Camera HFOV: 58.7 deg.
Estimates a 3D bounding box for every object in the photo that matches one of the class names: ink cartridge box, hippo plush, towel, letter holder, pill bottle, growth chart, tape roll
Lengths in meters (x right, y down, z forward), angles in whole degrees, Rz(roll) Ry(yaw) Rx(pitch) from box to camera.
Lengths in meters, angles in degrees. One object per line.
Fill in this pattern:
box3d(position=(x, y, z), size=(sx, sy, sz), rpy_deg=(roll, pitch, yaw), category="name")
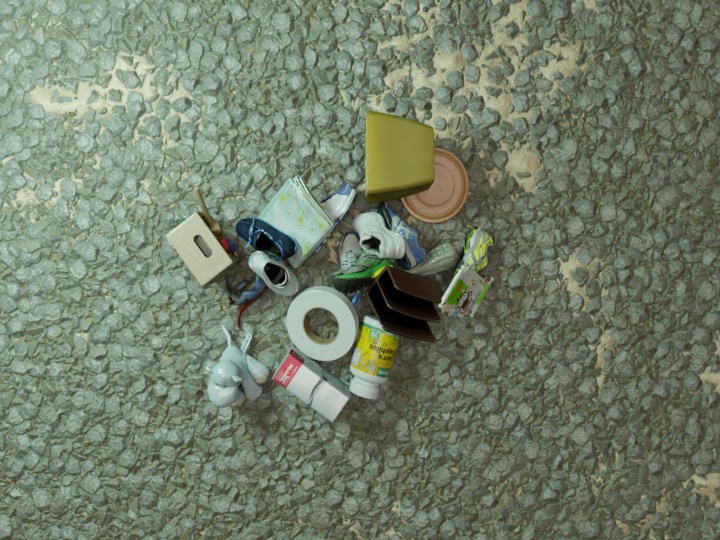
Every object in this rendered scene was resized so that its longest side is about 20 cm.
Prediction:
box3d(position=(-0.128, 0.298, 1.700), size=(0.198, 0.145, 0.084), rpy_deg=(37, 91, -3), category="ink cartridge box")
box3d(position=(-0.323, 0.278, 1.678), size=(0.155, 0.161, 0.205), rpy_deg=(14, 97, -3), category="hippo plush")
box3d(position=(-0.170, -0.125, 1.675), size=(0.172, 0.048, 0.200), rpy_deg=(52, 128, 7), category="towel")
box3d(position=(0.132, 0.092, 1.646), size=(0.197, 0.144, 0.101), rpy_deg=(17, 125, -38), category="letter holder")
box3d(position=(0.035, 0.234, 1.720), size=(0.110, 0.113, 0.205), rpy_deg=(17, 92, -3), category="pill bottle")
box3d(position=(0.281, 0.062, 1.705), size=(0.018, 0.198, 0.147), rpy_deg=(29, 95, 38), category="growth chart")
box3d(position=(-0.102, 0.143, 1.712), size=(0.197, 0.037, 0.208), rpy_deg=(5, 110, 15), category="tape roll")

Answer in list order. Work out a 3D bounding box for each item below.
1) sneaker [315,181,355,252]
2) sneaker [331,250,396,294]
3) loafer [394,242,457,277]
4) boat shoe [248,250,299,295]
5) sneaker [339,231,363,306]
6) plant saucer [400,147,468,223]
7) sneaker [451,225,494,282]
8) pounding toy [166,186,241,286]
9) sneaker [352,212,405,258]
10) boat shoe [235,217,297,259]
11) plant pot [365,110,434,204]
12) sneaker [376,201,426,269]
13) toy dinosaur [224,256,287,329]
box3d(position=(-0.103, -0.163, 1.712), size=(0.114, 0.081, 0.201), rpy_deg=(35, 93, -5), category="sneaker")
box3d(position=(0.000, 0.000, 1.658), size=(0.197, 0.078, 0.086), rpy_deg=(-17, 67, -39), category="sneaker")
box3d(position=(0.171, -0.007, 1.733), size=(0.195, 0.071, 0.071), rpy_deg=(-19, 129, 3), category="loafer")
box3d(position=(-0.213, 0.021, 1.666), size=(0.065, 0.199, 0.075), rpy_deg=(31, 86, 38), category="boat shoe")
box3d(position=(-0.020, -0.001, 1.720), size=(0.075, 0.085, 0.206), rpy_deg=(-1, 92, -2), category="sneaker")
box3d(position=(0.199, -0.232, 1.744), size=(0.194, 0.032, 0.206), rpy_deg=(0, 94, -2), category="plant saucer")
box3d(position=(0.303, -0.014, 1.737), size=(0.075, 0.075, 0.204), rpy_deg=(22, 93, -3), category="sneaker")
box3d(position=(-0.399, -0.086, 1.652), size=(0.141, 0.184, 0.202), rpy_deg=(-36, 93, 0), category="pounding toy")
box3d(position=(0.028, -0.093, 1.669), size=(0.098, 0.199, 0.080), rpy_deg=(-10, 122, -35), category="sneaker")
box3d(position=(-0.257, -0.088, 1.677), size=(0.196, 0.068, 0.086), rpy_deg=(17, 122, 28), category="boat shoe")
box3d(position=(0.098, -0.284, 1.643), size=(0.171, 0.200, 0.206), rpy_deg=(0, 88, 0), category="plant pot")
box3d(position=(0.106, -0.098, 1.718), size=(0.076, 0.076, 0.203), rpy_deg=(-20, 72, -23), category="sneaker")
box3d(position=(-0.276, 0.031, 1.737), size=(0.177, 0.106, 0.204), rpy_deg=(-16, 127, -11), category="toy dinosaur")
